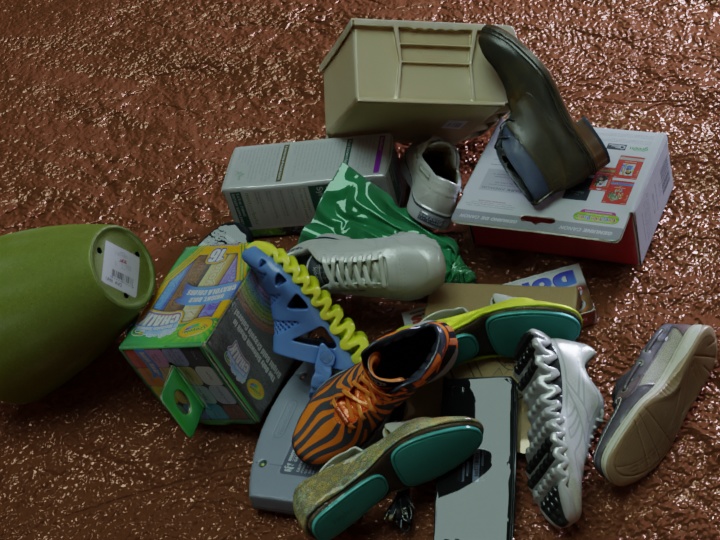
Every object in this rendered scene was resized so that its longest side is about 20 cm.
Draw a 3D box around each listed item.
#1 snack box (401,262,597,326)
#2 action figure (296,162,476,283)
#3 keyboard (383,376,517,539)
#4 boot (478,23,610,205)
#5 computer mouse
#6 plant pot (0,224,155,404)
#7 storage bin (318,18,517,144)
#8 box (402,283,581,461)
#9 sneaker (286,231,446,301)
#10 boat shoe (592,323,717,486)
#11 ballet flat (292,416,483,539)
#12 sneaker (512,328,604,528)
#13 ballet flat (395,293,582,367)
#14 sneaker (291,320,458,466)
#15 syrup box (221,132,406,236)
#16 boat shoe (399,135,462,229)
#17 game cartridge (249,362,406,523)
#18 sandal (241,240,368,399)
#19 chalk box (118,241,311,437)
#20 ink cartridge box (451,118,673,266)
[{"bbox_3d":[0.147,0.051,1.746,0.199,0.024,0.072,-16,46,3],"label":"snack box"},{"bbox_3d":[0.040,-0.027,1.824,0.199,0.055,0.118,26,89,19],"label":"action figure"},{"bbox_3d":[0.090,0.194,1.599,0.126,0.021,0.201,-2,56,13],"label":"keyboard"},{"bbox_3d":[0.169,-0.166,1.751,0.097,0.075,0.200,-38,82,-9],"label":"boot"},{"bbox_3d":[-0.198,0.020,1.896,0.059,0.034,0.200,37,70,23],"label":"computer mouse"},{"bbox_3d":[-0.319,0.028,1.759,0.200,0.187,0.188,-21,36,35],"label":"plant pot"},{"bbox_3d":[0.067,-0.213,1.877,0.198,0.200,0.094,0,81,-12],"label":"storage bin"},{"bbox_3d":[0.135,0.101,1.678,0.163,0.021,0.201,1,55,18],"label":"box"},{"bbox_3d":[0.000,0.000,1.745,0.199,0.077,0.080,-1,6,38],"label":"sneaker"},{"bbox_3d":[0.278,0.127,1.598,0.065,0.072,0.200,11,52,43],"label":"boat shoe"},{"bbox_3d":[0.022,0.184,1.574,0.200,0.071,0.071,-31,44,-7],"label":"ballet flat"},{"bbox_3d":[0.200,0.150,1.577,0.081,0.075,0.201,7,60,-17],"label":"sneaker"},{"bbox_3d":[0.123,0.058,1.662,0.199,0.067,0.067,-15,37,7],"label":"ballet flat"},{"bbox_3d":[0.004,0.113,1.584,0.200,0.112,0.078,-43,78,4],"label":"sneaker"},{"bbox_3d":[-0.053,-0.099,1.926,0.199,0.079,0.082,-3,44,15],"label":"syrup box"},{"bbox_3d":[0.087,-0.117,1.863,0.071,0.070,0.200,22,23,-6],"label":"boat shoe"},{"bbox_3d":[-0.034,0.168,1.682,0.133,0.041,0.200,8,49,21],"label":"game cartridge"},{"bbox_3d":[-0.058,0.057,1.673,0.087,0.079,0.200,-40,88,5],"label":"sandal"},{"bbox_3d":[-0.158,0.083,1.728,0.123,0.125,0.200,-2,42,37],"label":"chalk box"},{"bbox_3d":[0.222,-0.074,1.805,0.199,0.084,0.176,8,48,26],"label":"ink cartridge box"}]
